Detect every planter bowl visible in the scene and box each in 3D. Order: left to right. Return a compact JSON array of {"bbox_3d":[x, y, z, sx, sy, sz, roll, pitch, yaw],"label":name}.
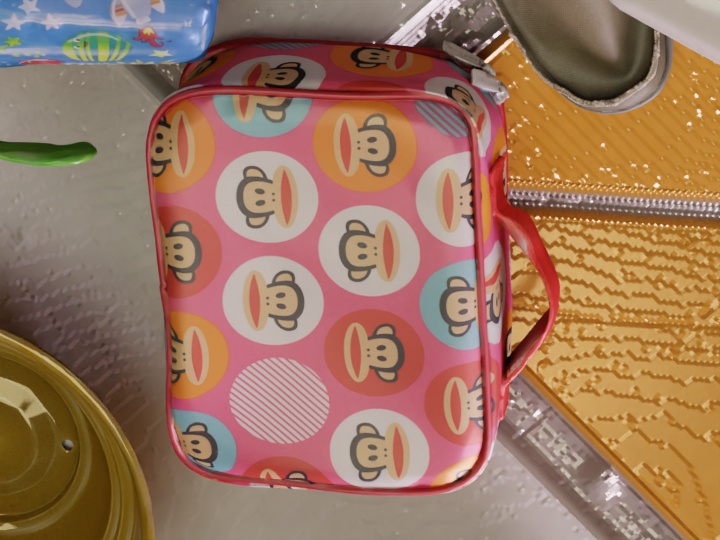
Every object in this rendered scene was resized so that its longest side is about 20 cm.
[{"bbox_3d":[-0.184,0.094,1.323,0.200,0.084,0.201,4,115,9],"label":"planter bowl"}]

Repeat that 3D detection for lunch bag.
[{"bbox_3d":[0.000,0.000,1.246,0.176,0.082,0.201,3,114,9],"label":"lunch bag"}]

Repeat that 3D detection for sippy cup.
[{"bbox_3d":[-0.121,-0.142,1.187,0.130,0.140,0.178,8,138,-3],"label":"sippy cup"}]

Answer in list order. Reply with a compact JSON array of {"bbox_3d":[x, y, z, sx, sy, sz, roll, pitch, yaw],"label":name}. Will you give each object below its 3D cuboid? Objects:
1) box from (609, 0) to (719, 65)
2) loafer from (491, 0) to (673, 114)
[{"bbox_3d":[0.228,-0.160,1.079,0.199,0.171,0.200,29,116,-3],"label":"box"},{"bbox_3d":[0.067,-0.148,1.173,0.075,0.070,0.200,-23,107,20],"label":"loafer"}]
